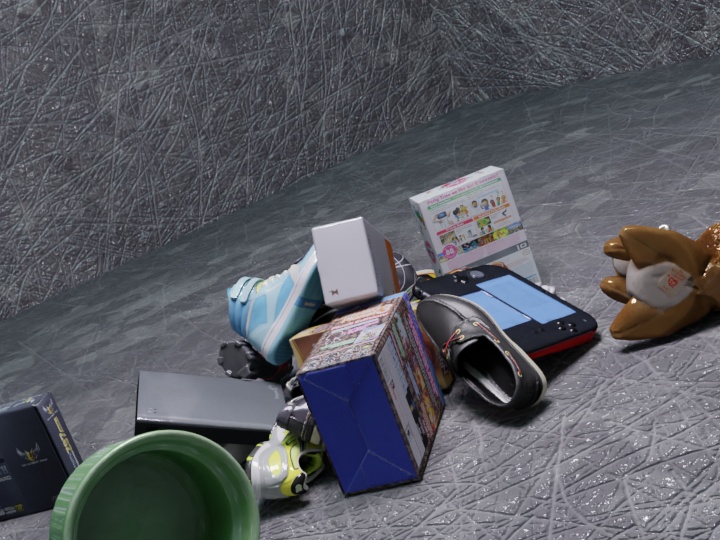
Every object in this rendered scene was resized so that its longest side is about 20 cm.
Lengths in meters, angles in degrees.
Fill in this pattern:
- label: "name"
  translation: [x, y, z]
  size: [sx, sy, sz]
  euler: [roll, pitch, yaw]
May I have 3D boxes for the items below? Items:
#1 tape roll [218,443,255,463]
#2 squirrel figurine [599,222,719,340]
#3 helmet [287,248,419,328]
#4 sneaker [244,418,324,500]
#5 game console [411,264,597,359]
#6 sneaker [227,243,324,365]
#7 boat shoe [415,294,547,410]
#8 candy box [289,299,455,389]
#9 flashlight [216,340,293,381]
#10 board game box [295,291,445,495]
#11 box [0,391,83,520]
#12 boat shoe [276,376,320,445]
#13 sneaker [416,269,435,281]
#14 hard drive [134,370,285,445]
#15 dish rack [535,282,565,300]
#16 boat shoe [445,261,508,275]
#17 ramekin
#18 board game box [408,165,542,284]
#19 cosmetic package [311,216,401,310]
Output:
- label: "tape roll"
  translation: [-0.235, 0.248, 1.410]
  size: [0.202, 0.037, 0.203]
  euler: [-18, 14, 5]
- label: "squirrel figurine"
  translation: [0.410, 0.002, 1.306]
  size: [0.200, 0.142, 0.187]
  euler: [-3, 7, 12]
- label: "helmet"
  translation: [-0.006, 0.050, 1.537]
  size: [0.190, 0.200, 0.200]
  euler: [-1, 22, 30]
- label: "sneaker"
  translation: [-0.075, 0.224, 1.244]
  size: [0.076, 0.076, 0.200]
  euler: [6, 23, 14]
- label: "game console"
  translation: [0.192, 0.050, 1.330]
  size: [0.177, 0.031, 0.200]
  euler: [-8, 30, -43]
- label: "sneaker"
  translation: [-0.119, 0.019, 1.444]
  size: [0.130, 0.200, 0.080]
  euler: [29, -2, 27]
- label: "boat shoe"
  translation: [0.134, 0.092, 1.222]
  size: [0.063, 0.074, 0.201]
  euler: [5, 30, -48]
- label: "candy box"
  translation: [0.015, 0.118, 1.373]
  size: [0.200, 0.117, 0.056]
  euler: [-15, 7, 20]
- label: "flashlight"
  translation: [-0.159, 0.132, 1.524]
  size: [0.068, 0.068, 0.200]
  euler: [0, -8, 15]
- label: "board game box"
  translation: [0.019, 0.140, 1.204]
  size: [0.097, 0.160, 0.200]
  euler: [-16, 14, 18]
- label: "box"
  translation: [-0.503, 0.272, 1.449]
  size: [0.200, 0.158, 0.051]
  euler: [-16, 14, 15]
- label: "boat shoe"
  translation: [-0.061, 0.143, 1.265]
  size: [0.063, 0.073, 0.200]
  euler: [15, 25, 0]
- label: "sneaker"
  translation: [0.050, 0.052, 1.684]
  size: [0.200, 0.070, 0.090]
  euler: [-18, 11, 0]
- label: "hard drive"
  translation: [-0.198, 0.185, 1.360]
  size: [0.200, 0.033, 0.140]
  euler: [7, 19, -14]
- label: "dish rack"
  translation: [0.194, 0.073, 1.460]
  size: [0.171, 0.044, 0.200]
  euler: [-14, 14, 28]
- label: "boat shoe"
  translation: [0.157, 0.026, 1.458]
  size: [0.072, 0.068, 0.200]
  euler: [-9, 17, 41]
- label: "ramekin"
  translation: [-0.210, 0.260, 1.012]
  size: [0.200, 0.200, 0.098]
  euler: [-29, 9, -32]
- label: "board game box"
  translation: [0.181, -0.045, 1.595]
  size: [0.147, 0.200, 0.064]
  euler: [-22, 14, -7]
- label: "cosmetic package"
  translation: [0.000, 0.000, 1.343]
  size: [0.071, 0.102, 0.200]
  euler: [-13, -9, 10]
